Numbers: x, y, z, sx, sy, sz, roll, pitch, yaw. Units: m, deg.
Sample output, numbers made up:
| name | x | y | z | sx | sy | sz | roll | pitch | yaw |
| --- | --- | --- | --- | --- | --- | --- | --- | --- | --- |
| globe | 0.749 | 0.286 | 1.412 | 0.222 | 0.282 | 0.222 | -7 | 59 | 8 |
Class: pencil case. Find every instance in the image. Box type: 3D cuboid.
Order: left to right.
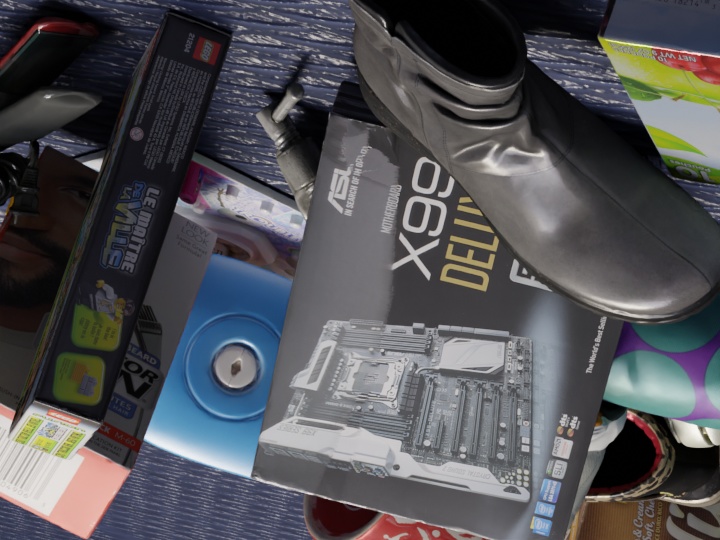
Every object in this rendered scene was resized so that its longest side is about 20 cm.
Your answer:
| name | x | y | z | sx | sy | sz | roll | pitch | yaw |
| --- | --- | --- | --- | --- | --- | --- | --- | --- | --- |
| pencil case | 0.138 | 0.021 | 1.399 | 0.200 | 0.093 | 0.085 | 17 | -153 | 0 |

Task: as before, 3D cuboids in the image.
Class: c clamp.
| name | x | y | z | sx | sy | sz | roll | pitch | yaw |
| --- | --- | --- | --- | --- | --- | --- | --- | --- | --- |
| c clamp | 0.000 | 0.000 | 1.409 | 0.200 | 0.027 | 0.171 | 58 | 172 | -5 |

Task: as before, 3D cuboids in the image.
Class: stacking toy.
| name | x | y | z | sx | sy | sz | roll | pitch | yaw |
| --- | --- | --- | --- | --- | --- | --- | --- | --- | --- |
| stacking toy | -0.086 | 0.054 | 1.665 | 0.110 | 0.116 | 0.200 | 20 | 177 | -8 |

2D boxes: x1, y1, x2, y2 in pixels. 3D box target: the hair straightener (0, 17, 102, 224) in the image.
| name | x | y | z | sx | sy | sz | roll | pitch | yaw |
| --- | --- | --- | --- | --- | --- | --- | --- | --- | --- |
| hair straightener | -0.188 | -0.059 | 1.422 | 0.041 | 0.077 | 0.200 | 6 | 159 | -34 |

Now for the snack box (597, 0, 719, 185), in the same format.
| name | x | y | z | sx | sy | sz | roll | pitch | yaw |
| --- | --- | --- | --- | --- | --- | --- | --- | --- | --- |
| snack box | 0.207 | -0.068 | 1.087 | 0.200 | 0.053 | 0.142 | 11 | 164 | 23 |

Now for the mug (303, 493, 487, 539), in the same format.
| name | x | y | z | sx | sy | sz | roll | pitch | yaw |
| --- | --- | --- | --- | --- | --- | --- | --- | --- | --- |
| mug | 0.053 | 0.187 | 1.976 | 0.200 | 0.134 | 0.177 | 33 | 157 | -34 |

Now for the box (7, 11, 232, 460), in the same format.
| name | x | y | z | sx | sy | sz | roll | pitch | yaw |
| --- | --- | --- | --- | --- | --- | --- | --- | --- | --- |
| box | -0.116 | -0.015 | 1.340 | 0.035 | 0.200 | 0.110 | 20 | 163 | -9 |

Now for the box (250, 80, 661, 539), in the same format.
| name | x | y | z | sx | sy | sz | roll | pitch | yaw |
| --- | --- | --- | --- | --- | --- | --- | --- | --- | --- |
| box | 0.044 | 0.023 | 1.327 | 0.157 | 0.200 | 0.050 | 14 | -155 | 1 |

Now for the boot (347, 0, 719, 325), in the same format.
| name | x | y | z | sx | sy | sz | roll | pitch | yaw |
| --- | --- | --- | --- | --- | --- | --- | --- | --- | --- |
| boot | 0.065 | -0.059 | 1.146 | 0.200 | 0.070 | 0.132 | 35 | 169 | 16 |

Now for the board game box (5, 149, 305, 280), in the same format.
| name | x | y | z | sx | sy | sz | roll | pitch | yaw |
| --- | --- | --- | --- | --- | --- | --- | --- | --- | --- |
| board game box | -0.083 | -0.014 | 1.624 | 0.200 | 0.026 | 0.200 | 26 | 162 | -27 |

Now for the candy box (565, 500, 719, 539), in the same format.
| name | x | y | z | sx | sy | sz | roll | pitch | yaw |
| --- | --- | --- | --- | --- | --- | --- | --- | --- | --- |
| candy box | 0.229 | 0.169 | 1.741 | 0.200 | 0.116 | 0.055 | 20 | 163 | -7 |

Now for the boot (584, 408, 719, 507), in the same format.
| name | x | y | z | sx | sy | sz | roll | pitch | yaw |
| --- | --- | --- | --- | --- | --- | --- | --- | --- | --- |
| boot | 0.113 | 0.099 | 1.639 | 0.200 | 0.073 | 0.151 | 12 | 179 | 21 |

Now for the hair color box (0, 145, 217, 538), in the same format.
| name | x | y | z | sx | sy | sz | roll | pitch | yaw |
| --- | --- | --- | --- | --- | --- | --- | --- | --- | --- |
| hair color box | -0.155 | 0.034 | 1.461 | 0.111 | 0.200 | 0.064 | 27 | 127 | -9 |

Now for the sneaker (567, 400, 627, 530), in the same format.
| name | x | y | z | sx | sy | sz | roll | pitch | yaw |
| --- | --- | --- | --- | --- | --- | --- | --- | --- | --- |
| sneaker | 0.093 | 0.075 | 1.497 | 0.076 | 0.092 | 0.200 | 16 | -161 | -3 |

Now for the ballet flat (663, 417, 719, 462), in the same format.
| name | x | y | z | sx | sy | sz | roll | pitch | yaw |
| --- | --- | --- | --- | --- | --- | --- | --- | --- | --- |
| ballet flat | 0.210 | 0.082 | 1.567 | 0.069 | 0.063 | 0.200 | 0 | 157 | 45 |
